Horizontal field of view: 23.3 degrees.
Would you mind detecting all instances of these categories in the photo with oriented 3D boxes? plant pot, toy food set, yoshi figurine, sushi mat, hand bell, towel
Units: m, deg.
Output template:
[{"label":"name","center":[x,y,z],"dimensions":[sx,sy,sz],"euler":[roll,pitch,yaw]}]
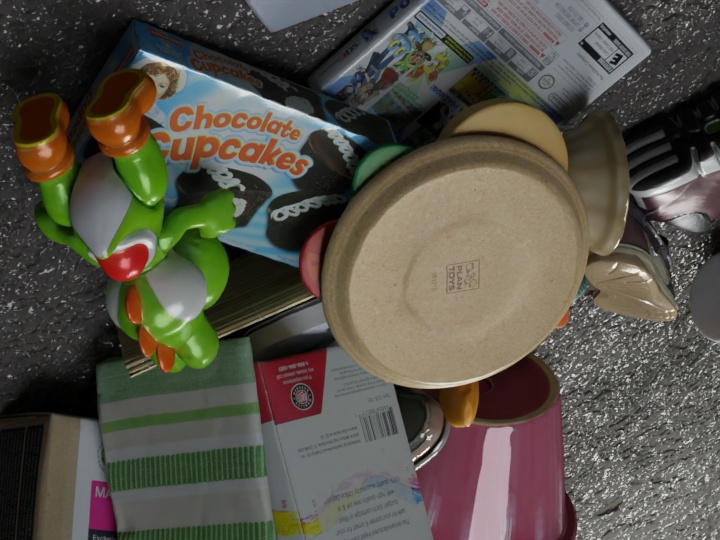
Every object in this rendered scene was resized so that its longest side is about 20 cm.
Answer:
[{"label":"plant pot","center":[0.089,0.163,1.443],"dimensions":[0.198,0.200,0.180],"euler":[-8,124,-24]},{"label":"toy food set","center":[0.060,-0.008,1.179],"dimensions":[0.197,0.049,0.201],"euler":[-23,125,-5]},{"label":"yoshi figurine","center":[-0.137,-0.031,1.089],"dimensions":[0.112,0.112,0.201],"euler":[-39,128,-24]},{"label":"sushi mat","center":[-0.078,0.011,1.228],"dimensions":[0.199,0.096,0.012],"euler":[-24,117,-5]},{"label":"hand bell","center":[0.078,-0.060,1.229],"dimensions":[0.198,0.105,0.105],"euler":[-2,137,-13]},{"label":"towel","center":[-0.120,0.155,1.226],"dimensions":[0.152,0.202,0.023],"euler":[-10,177,36]}]

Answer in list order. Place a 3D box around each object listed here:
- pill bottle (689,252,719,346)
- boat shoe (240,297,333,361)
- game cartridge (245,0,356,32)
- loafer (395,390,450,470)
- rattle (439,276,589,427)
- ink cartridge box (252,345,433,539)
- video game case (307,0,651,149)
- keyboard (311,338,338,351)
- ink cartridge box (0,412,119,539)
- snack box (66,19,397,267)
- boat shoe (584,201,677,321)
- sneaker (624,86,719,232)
[{"label":"pill bottle","center":[0.380,0.035,1.527],"dimensions":[0.199,0.110,0.109],"euler":[10,129,-39]},{"label":"boat shoe","center":[0.000,0.000,1.279],"dimensions":[0.199,0.068,0.072],"euler":[-25,164,9]},{"label":"game cartridge","center":[-0.030,-0.234,1.016],"dimensions":[0.132,0.042,0.201],"euler":[-18,142,-6]},{"label":"loafer","center":[-0.020,0.132,1.372],"dimensions":[0.199,0.072,0.063],"euler":[-17,145,42]},{"label":"rattle","center":[0.130,0.052,1.362],"dimensions":[0.199,0.143,0.131],"euler":[15,106,-39]},{"label":"ink cartridge box","center":[-0.052,0.170,1.280],"dimensions":[0.144,0.202,0.145],"euler":[-20,172,37]},{"label":"video game case","center":[0.086,-0.142,1.208],"dimensions":[0.182,0.022,0.200],"euler":[-40,143,15]},{"label":"keyboard","center":[0.036,0.030,1.387],"dimensions":[0.199,0.011,0.056],"euler":[-37,142,12]},{"label":"ink cartridge box","center":[-0.177,0.200,1.316],"dimensions":[0.199,0.166,0.075],"euler":[13,164,-42]},{"label":"snack box","center":[-0.086,-0.077,1.134],"dimensions":[0.199,0.037,0.116],"euler":[18,124,-31]},{"label":"boat shoe","center":[0.220,-0.006,1.406],"dimensions":[0.071,0.065,0.200],"euler":[8,168,19]},{"label":"sneaker","center":[0.298,-0.092,1.369],"dimensions":[0.198,0.076,0.116],"euler":[-19,149,6]}]
